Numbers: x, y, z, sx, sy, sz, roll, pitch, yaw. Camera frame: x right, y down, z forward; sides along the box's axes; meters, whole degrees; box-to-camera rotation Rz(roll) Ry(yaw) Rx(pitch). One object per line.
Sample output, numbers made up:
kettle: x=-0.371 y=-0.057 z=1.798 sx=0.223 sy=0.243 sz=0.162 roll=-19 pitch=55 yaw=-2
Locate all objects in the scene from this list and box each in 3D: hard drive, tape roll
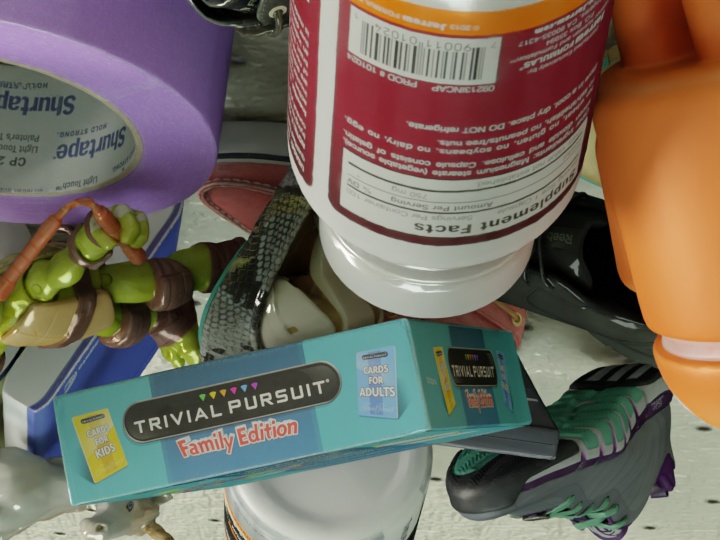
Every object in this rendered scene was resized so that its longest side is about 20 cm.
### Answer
hard drive: x=-0.141 y=0.047 z=1.205 sx=0.025 sy=0.132 sz=0.200 roll=31 pitch=158 yaw=5
tape roll: x=-0.154 y=-0.088 z=0.962 sx=0.199 sy=0.066 sz=0.200 roll=5 pitch=159 yaw=2

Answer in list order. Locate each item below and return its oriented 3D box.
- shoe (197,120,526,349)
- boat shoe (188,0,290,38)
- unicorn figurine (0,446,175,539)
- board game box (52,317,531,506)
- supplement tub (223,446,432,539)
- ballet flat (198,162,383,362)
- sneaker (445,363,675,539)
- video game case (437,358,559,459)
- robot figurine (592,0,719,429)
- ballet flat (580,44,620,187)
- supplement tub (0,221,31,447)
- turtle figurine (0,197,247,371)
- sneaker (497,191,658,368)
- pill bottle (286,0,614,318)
shoe: x=0.000 y=0.000 z=1.099 sx=0.199 sy=0.091 sz=0.071 roll=20 pitch=154 yaw=-30
boat shoe: x=-0.046 y=-0.119 z=0.865 sx=0.200 sy=0.057 sz=0.068 roll=25 pitch=151 yaw=-39
unicorn figurine: x=-0.189 y=0.120 z=1.137 sx=0.199 sy=0.074 sz=0.137 roll=-10 pitch=169 yaw=43
board game box: x=-0.022 y=0.060 z=0.989 sx=0.150 sy=0.047 sz=0.200 roll=-13 pitch=173 yaw=14
supplement tub: x=-0.023 y=0.136 z=1.400 sx=0.122 sy=0.123 sz=0.200 roll=6 pitch=158 yaw=0
ballet flat: x=-0.011 y=-0.010 z=0.988 sx=0.072 sy=0.072 sz=0.201 roll=15 pitch=125 yaw=-21
sneaker: x=0.120 y=0.114 z=1.236 sx=0.074 sy=0.088 sz=0.200 roll=-5 pitch=-168 yaw=38
video game case: x=0.022 y=0.060 z=1.212 sx=0.142 sy=0.019 sz=0.200 roll=8 pitch=-171 yaw=-3
robot figurine: x=0.154 y=-0.023 z=0.861 sx=0.143 sy=0.201 sz=0.117 roll=-12 pitch=-166 yaw=17
ballet flat: x=0.160 y=-0.041 z=0.995 sx=0.200 sy=0.069 sz=0.063 roll=21 pitch=139 yaw=-36
supplement tub: x=-0.235 y=0.033 z=1.172 sx=0.144 sy=0.146 sz=0.200 roll=8 pitch=158 yaw=-5
turtle figurine: x=-0.135 y=0.020 z=1.041 sx=0.161 sy=0.065 sz=0.200 roll=-1 pitch=142 yaw=-44
sneaker: x=0.074 y=-0.015 z=1.023 sx=0.199 sy=0.076 sz=0.091 roll=14 pitch=173 yaw=9
pill bottle: x=0.030 y=-0.075 z=0.824 sx=0.112 sy=0.113 sz=0.200 roll=6 pitch=144 yaw=1
